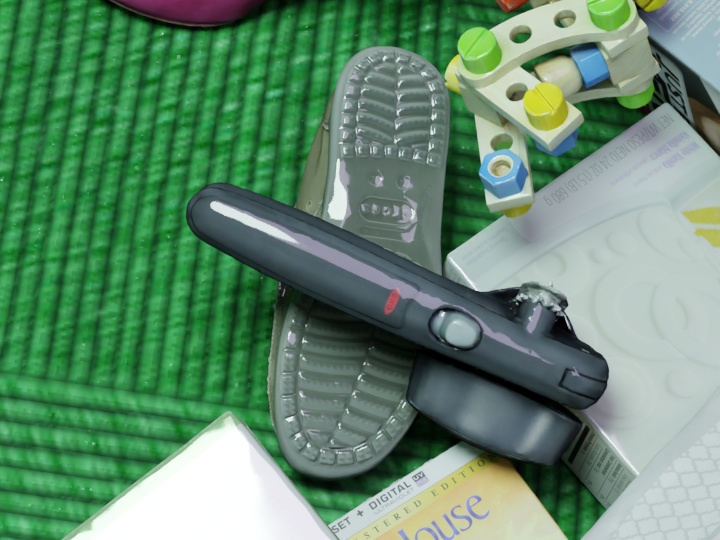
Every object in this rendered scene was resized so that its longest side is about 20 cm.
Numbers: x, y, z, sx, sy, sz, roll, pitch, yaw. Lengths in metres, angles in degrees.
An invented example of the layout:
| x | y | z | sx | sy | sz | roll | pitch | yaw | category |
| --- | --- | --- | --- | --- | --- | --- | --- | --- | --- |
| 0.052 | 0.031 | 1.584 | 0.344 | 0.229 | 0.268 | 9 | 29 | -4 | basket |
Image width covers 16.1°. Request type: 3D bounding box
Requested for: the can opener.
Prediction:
| x | y | z | sx | sy | sz | roll | pitch | yaw | category |
| --- | --- | --- | --- | --- | --- | --- | --- | --- | --- |
| 0.016 | 0.014 | 1.096 | 0.200 | 0.063 | 0.079 | 28 | 88 | -6 | can opener |

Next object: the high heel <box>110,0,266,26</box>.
| x | y | z | sx | sy | sz | roll | pitch | yaw | category |
| --- | --- | --- | --- | --- | --- | --- | --- | --- | --- |
| -0.034 | -0.170 | 1.229 | 0.199 | 0.096 | 0.068 | -1 | 63 | -10 | high heel |

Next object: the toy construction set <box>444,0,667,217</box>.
| x | y | z | sx | sy | sz | roll | pitch | yaw | category |
| --- | --- | --- | --- | --- | --- | --- | --- | --- | --- |
| 0.062 | -0.132 | 1.148 | 0.131 | 0.092 | 0.200 | -34 | 69 | -3 | toy construction set |

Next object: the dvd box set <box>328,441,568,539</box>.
| x | y | z | sx | sy | sz | roll | pitch | yaw | category |
| --- | --- | --- | --- | --- | --- | --- | --- | --- | --- |
| 0.054 | 0.185 | 1.099 | 0.146 | 0.029 | 0.200 | -30 | 71 | -20 | dvd box set |

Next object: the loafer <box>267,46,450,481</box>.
| x | y | z | sx | sy | sz | roll | pitch | yaw | category |
| --- | --- | --- | --- | --- | --- | --- | --- | --- | --- |
| 0.000 | 0.000 | 1.169 | 0.075 | 0.070 | 0.201 | 15 | 77 | -12 | loafer |

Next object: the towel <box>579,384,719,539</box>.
| x | y | z | sx | sy | sz | roll | pitch | yaw | category |
| --- | --- | --- | --- | --- | --- | --- | --- | --- | --- |
| 0.174 | 0.121 | 1.026 | 0.200 | 0.032 | 0.191 | -43 | 37 | -24 | towel |

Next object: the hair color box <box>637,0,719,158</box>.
| x | y | z | sx | sy | sz | roll | pitch | yaw | category |
| --- | --- | --- | --- | --- | --- | --- | --- | --- | --- |
| 0.194 | -0.077 | 1.185 | 0.061 | 0.099 | 0.200 | -43 | 61 | -8 | hair color box |

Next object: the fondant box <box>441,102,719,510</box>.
| x | y | z | sx | sy | sz | roll | pitch | yaw | category |
| --- | --- | --- | --- | --- | --- | --- | --- | --- | --- |
| 0.151 | 0.039 | 1.174 | 0.144 | 0.058 | 0.200 | -35 | 74 | -22 | fondant box |

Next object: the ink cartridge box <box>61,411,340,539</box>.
| x | y | z | sx | sy | sz | roll | pitch | yaw | category |
| --- | --- | --- | --- | --- | --- | --- | --- | --- | --- |
| -0.048 | 0.178 | 1.051 | 0.145 | 0.048 | 0.200 | -37 | 75 | -14 | ink cartridge box |
